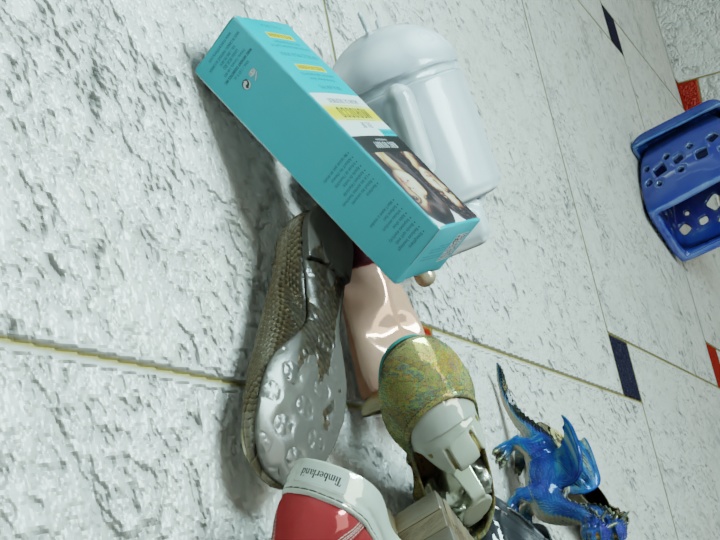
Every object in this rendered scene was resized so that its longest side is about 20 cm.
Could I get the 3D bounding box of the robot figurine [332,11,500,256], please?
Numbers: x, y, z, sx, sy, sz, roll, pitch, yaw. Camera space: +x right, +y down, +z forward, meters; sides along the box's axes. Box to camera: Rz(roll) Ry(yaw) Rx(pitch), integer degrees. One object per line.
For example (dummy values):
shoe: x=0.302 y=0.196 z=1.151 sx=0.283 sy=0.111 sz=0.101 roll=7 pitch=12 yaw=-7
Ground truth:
robot figurine: x=0.041 y=-0.108 z=0.929 sx=0.170 sy=0.111 sz=0.203 roll=-63 pitch=132 yaw=-88

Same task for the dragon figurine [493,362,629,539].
dragon figurine: x=0.174 y=0.168 z=1.017 sx=0.059 sy=0.098 sz=0.203 roll=42 pitch=34 yaw=-45

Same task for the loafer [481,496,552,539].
loafer: x=0.143 y=0.241 z=0.938 sx=0.200 sy=0.067 sz=0.071 roll=43 pitch=45 yaw=-40

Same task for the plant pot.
plant pot: x=0.595 y=-0.166 z=2.033 sx=0.200 sy=0.198 sz=0.182 roll=38 pitch=33 yaw=-48

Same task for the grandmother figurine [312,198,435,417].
grandmother figurine: x=0.000 y=0.000 z=0.836 sx=0.120 sy=0.060 sz=0.203 roll=-2 pitch=71 yaw=-49

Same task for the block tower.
block tower: x=0.078 y=0.238 z=0.808 sx=0.201 sy=0.057 sz=0.054 roll=53 pitch=10 yaw=-31

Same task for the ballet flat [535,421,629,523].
ballet flat: x=0.217 y=0.211 z=1.129 sx=0.201 sy=0.046 sz=0.068 roll=56 pitch=25 yaw=-35

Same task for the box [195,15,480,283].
box: x=-0.015 y=-0.083 z=0.773 sx=0.200 sy=0.049 sz=0.082 roll=46 pitch=22 yaw=13

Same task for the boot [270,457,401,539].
boot: x=-0.019 y=0.212 z=0.648 sx=0.146 sy=0.071 sz=0.201 roll=-67 pitch=151 yaw=-26

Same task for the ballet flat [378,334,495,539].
ballet flat: x=0.060 y=0.123 z=0.793 sx=0.202 sy=0.069 sz=0.072 roll=75 pitch=14 yaw=-47

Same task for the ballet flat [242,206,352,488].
ballet flat: x=-0.042 y=0.046 z=0.721 sx=0.067 sy=0.046 sz=0.203 roll=37 pitch=43 yaw=-34
